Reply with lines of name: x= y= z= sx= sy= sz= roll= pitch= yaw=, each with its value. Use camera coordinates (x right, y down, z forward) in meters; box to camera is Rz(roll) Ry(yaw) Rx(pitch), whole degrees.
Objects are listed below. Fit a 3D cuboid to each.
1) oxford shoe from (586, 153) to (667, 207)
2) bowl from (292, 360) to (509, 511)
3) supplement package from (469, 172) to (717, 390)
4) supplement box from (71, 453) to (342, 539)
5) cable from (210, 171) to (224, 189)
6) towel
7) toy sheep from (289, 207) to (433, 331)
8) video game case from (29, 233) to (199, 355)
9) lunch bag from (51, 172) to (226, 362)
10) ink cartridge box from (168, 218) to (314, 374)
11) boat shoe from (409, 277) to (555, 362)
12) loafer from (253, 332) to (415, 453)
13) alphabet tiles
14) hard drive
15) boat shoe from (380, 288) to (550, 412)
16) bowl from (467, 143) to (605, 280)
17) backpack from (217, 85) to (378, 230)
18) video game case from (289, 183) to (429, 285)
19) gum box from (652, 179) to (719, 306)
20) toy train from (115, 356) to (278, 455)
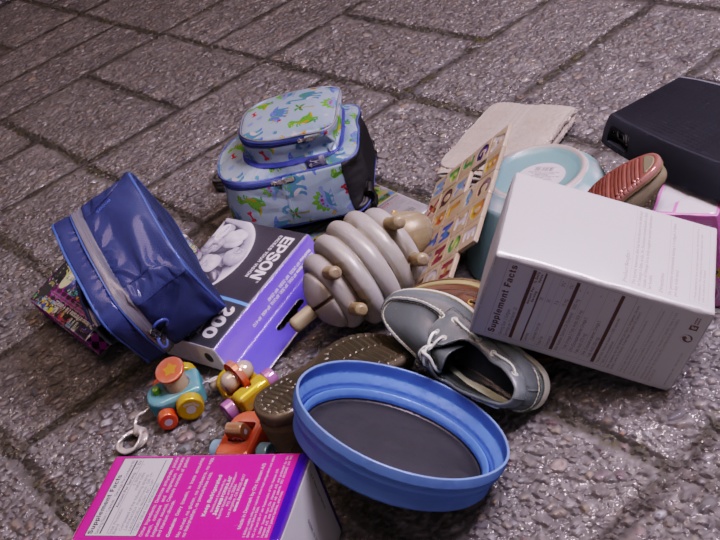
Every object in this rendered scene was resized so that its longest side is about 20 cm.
oxford shoe: x=0.250 y=-0.038 z=1.032 sx=0.200 sy=0.074 sz=0.071 roll=-48 pitch=10 yaw=39
bowl: x=0.033 y=0.145 z=0.902 sx=0.199 sy=0.040 sz=0.201 roll=16 pitch=19 yaw=-6
supplement package: x=0.218 y=0.010 z=0.952 sx=0.199 sy=0.118 sz=0.117 roll=17 pitch=48 yaw=5
supplement box: x=-0.133 y=0.231 z=0.887 sx=0.198 sy=0.102 sz=0.104 roll=-4 pitch=36 yaw=21
cable: x=-0.130 y=-0.165 z=1.497 sx=0.199 sy=0.051 sz=0.097 roll=1 pitch=43 yaw=24
towel: x=0.200 y=-0.169 z=1.366 sx=0.132 sy=0.035 sz=0.200 roll=10 pitch=42 yaw=34
toy sheep: x=0.000 y=0.000 z=1.133 sx=0.199 sy=0.138 sz=0.138 roll=-34 pitch=36 yaw=-13
video game case: x=-0.323 y=0.007 z=1.310 sx=0.181 sy=0.036 sz=0.199 roll=-49 pitch=37 yaw=-17
lunch bag: x=-0.256 y=0.008 z=1.146 sx=0.132 sy=0.136 sz=0.200 roll=-35 pitch=56 yaw=-1
ink cartridge box: x=-0.143 y=0.029 z=1.214 sx=0.199 sy=0.044 sz=0.199 roll=12 pitch=53 yaw=36
boat shoe: x=0.122 y=0.056 z=1.044 sx=0.199 sy=0.072 sz=0.068 roll=5 pitch=38 yaw=27
loafer: x=-0.024 y=0.124 z=1.026 sx=0.199 sy=0.068 sz=0.076 roll=-21 pitch=34 yaw=-34
alphabet tiles: x=0.105 y=-0.057 z=1.168 sx=0.167 sy=0.008 sz=0.201 roll=-37 pitch=28 yaw=56
hard drive: x=0.354 y=-0.140 z=1.031 sx=0.134 sy=0.043 sz=0.200 roll=-28 pitch=35 yaw=-15
boat shoe: x=0.091 y=0.075 z=0.990 sx=0.199 sy=0.073 sz=0.062 roll=32 pitch=19 yaw=30
bowl: x=0.210 y=-0.072 z=1.157 sx=0.199 sy=0.106 sz=0.201 roll=-13 pitch=33 yaw=9
backpack: x=-0.089 y=-0.148 z=1.331 sx=0.199 sy=0.148 sz=0.184 roll=-15 pitch=31 yaw=11
video game case: x=-0.033 y=-0.050 z=1.316 sx=0.199 sy=0.023 sz=0.182 roll=-35 pitch=37 yaw=-22
gum box: x=0.367 y=-0.070 z=1.068 sx=0.066 sy=0.114 sz=0.200 roll=4 pitch=40 yaw=29
toy train: x=-0.168 y=0.146 z=1.065 sx=0.199 sy=0.056 sz=0.151 roll=2 pitch=40 yaw=27
